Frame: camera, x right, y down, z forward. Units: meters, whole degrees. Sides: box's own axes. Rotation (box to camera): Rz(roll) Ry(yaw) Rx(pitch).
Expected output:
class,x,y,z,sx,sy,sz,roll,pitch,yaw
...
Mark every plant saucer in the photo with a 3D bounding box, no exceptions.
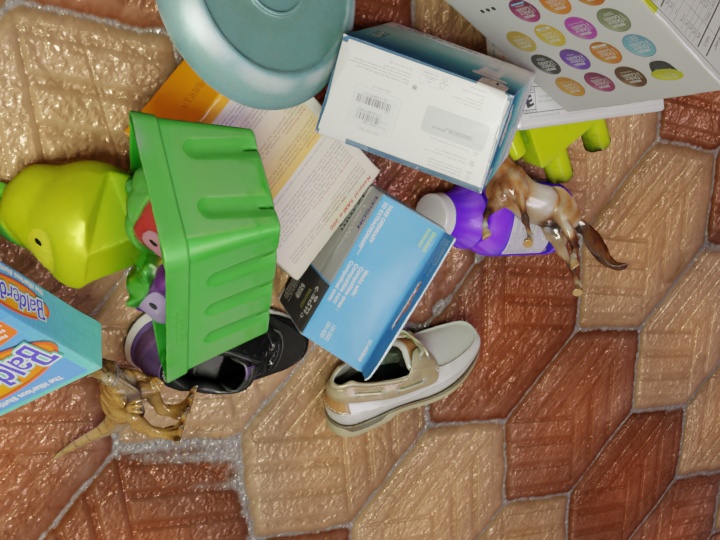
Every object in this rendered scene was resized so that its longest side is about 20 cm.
class,x,y,z,sx,sy,sz,roll,pitch,yaw
plant saucer,-0.073,-0.226,0.957,0.199,0.027,0.202,6,81,-42

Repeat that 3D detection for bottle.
class,x,y,z,sx,sy,sz,roll,pitch,yaw
bottle,0.142,-0.057,1.310,0.199,0.065,0.084,-3,108,-43

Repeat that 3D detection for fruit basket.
class,x,y,z,sx,sy,sz,roll,pitch,yaw
fruit basket,-0.172,-0.020,0.938,0.213,0.157,0.216,-14,152,-8

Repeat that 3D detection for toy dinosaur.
class,x,y,z,sx,sy,sz,roll,pitch,yaw
toy dinosaur,-0.195,0.112,1.036,0.200,0.105,0.061,114,-8,-58

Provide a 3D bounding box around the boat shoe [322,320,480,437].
class,x,y,z,sx,sy,sz,roll,pitch,yaw
boat shoe,0.049,0.102,1.316,0.199,0.075,0.069,-30,138,-26

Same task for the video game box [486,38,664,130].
class,x,y,z,sx,sy,sz,roll,pitch,yaw
video game box,0.209,-0.238,1.215,0.198,0.047,0.184,-11,101,-32

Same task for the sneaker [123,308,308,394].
class,x,y,z,sx,sy,sz,roll,pitch,yaw
sneaker,-0.114,0.086,1.137,0.199,0.087,0.076,0,115,-44

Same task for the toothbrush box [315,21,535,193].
class,x,y,z,sx,sy,sz,roll,pitch,yaw
toothbrush box,0.061,-0.145,1.054,0.200,0.145,0.086,-51,160,-70

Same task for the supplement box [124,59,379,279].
class,x,y,z,sx,sy,sz,roll,pitch,yaw
supplement box,-0.087,-0.100,1.056,0.126,0.073,0.200,-52,138,-6

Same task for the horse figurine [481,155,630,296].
class,x,y,z,sx,sy,sz,roll,pitch,yaw
horse figurine,0.181,-0.056,1.250,0.199,0.133,0.050,27,131,-27

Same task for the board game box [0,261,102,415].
class,x,y,z,sx,sy,sz,roll,pitch,yaw
board game box,-0.308,0.043,0.897,0.151,0.045,0.200,-25,143,20

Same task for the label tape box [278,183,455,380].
class,x,y,z,sx,sy,sz,roll,pitch,yaw
label tape box,0.000,0.000,1.110,0.066,0.200,0.144,30,94,-15

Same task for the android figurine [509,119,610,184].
class,x,y,z,sx,sy,sz,roll,pitch,yaw
android figurine,0.201,-0.194,1.288,0.182,0.041,0.201,-40,126,-18

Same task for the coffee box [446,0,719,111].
class,x,y,z,sx,sy,sz,roll,pitch,yaw
coffee box,0.224,-0.282,1.078,0.197,0.199,0.201,36,72,-28
